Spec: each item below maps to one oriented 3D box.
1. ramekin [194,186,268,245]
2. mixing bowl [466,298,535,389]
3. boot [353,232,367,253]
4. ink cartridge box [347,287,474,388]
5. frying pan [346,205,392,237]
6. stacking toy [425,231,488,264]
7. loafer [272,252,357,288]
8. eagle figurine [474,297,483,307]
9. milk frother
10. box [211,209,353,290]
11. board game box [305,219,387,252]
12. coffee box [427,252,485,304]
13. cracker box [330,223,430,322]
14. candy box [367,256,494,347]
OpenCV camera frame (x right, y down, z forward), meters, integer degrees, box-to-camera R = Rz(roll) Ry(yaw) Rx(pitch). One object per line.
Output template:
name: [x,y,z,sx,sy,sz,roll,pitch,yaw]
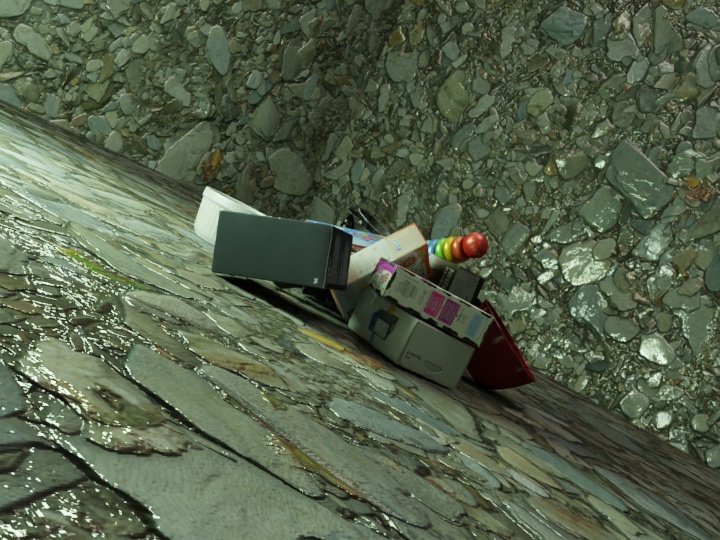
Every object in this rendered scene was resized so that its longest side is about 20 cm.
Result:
ramekin: [-0.278,-0.096,1.631,0.197,0.107,0.200,27,3,-1]
mixing bowl: [0.272,0.173,1.529,0.202,0.107,0.201,56,11,-17]
boot: [0.033,0.014,1.733,0.153,0.201,0.072,29,14,-34]
ink cartridge box: [0.088,0.120,1.306,0.144,0.089,0.200,26,4,-30]
frying pan: [0.027,-0.090,1.566,0.115,0.031,0.190,45,13,7]
stacking toy: [0.185,-0.039,1.550,0.085,0.087,0.198,24,-27,-37]
loafer: [-0.079,-0.014,1.425,0.195,0.069,0.076,-5,-32,-9]
eagle figurine: [0.259,0.152,1.732,0.151,0.152,0.200,40,1,27]
milk frother: [0.000,0.000,1.552,0.186,0.203,0.181,27,-2,0]
box: [-0.127,-0.031,1.244,0.196,0.107,0.182,8,0,10]
board game box: [-0.013,-0.061,1.481,0.196,0.020,0.103,11,20,-15]
coffee box: [0.154,0.081,1.463,0.079,0.203,0.114,24,3,-31]
cracker box: [0.036,0.006,1.396,0.058,0.197,0.135,59,-8,29]
candy box: [0.120,0.053,1.274,0.197,0.062,0.136,27,2,-12]
